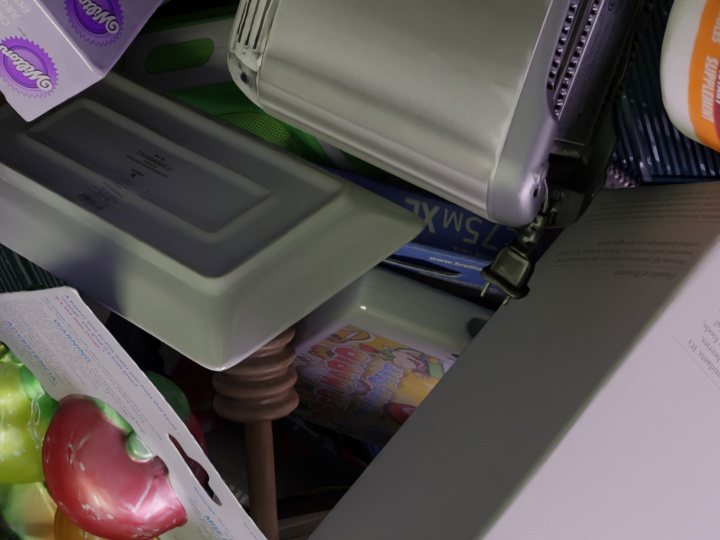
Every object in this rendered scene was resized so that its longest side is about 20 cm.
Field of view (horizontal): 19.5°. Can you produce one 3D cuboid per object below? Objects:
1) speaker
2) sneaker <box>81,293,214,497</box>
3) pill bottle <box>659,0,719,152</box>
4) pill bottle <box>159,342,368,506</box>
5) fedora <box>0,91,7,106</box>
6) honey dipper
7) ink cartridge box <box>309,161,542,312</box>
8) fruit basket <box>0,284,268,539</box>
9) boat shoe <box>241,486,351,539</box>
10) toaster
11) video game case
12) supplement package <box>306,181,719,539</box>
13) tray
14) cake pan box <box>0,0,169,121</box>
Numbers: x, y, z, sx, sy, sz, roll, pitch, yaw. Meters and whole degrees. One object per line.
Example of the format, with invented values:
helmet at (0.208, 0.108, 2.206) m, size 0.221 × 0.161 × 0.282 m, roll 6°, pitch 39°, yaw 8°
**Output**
speaker at (-0.063, -0.073, 0.906) m, size 0.198 × 0.089 × 0.089 m, roll -5°, pitch 128°, yaw 36°
sneaker at (-0.103, 0.070, 0.977) m, size 0.084 × 0.075 × 0.202 m, roll 15°, pitch 117°, yaw -2°
pill bottle at (0.209, -0.058, 0.688) m, size 0.199 × 0.114 × 0.115 m, roll 29°, pitch 143°, yaw 29°
pill bottle at (-0.050, 0.130, 1.080) m, size 0.199 × 0.111 × 0.111 m, roll 34°, pitch 140°, yaw -3°
fedora at (-0.165, -0.123, 0.883) m, size 0.081 × 0.203 × 0.200 m, roll 14°, pitch 150°, yaw -33°
honey dipper at (-0.043, 0.110, 0.906) m, size 0.038 × 0.038 × 0.202 m, roll 8°, pitch 110°, yaw 26°
ink cartridge box at (0.000, 0.000, 0.899) m, size 0.118 × 0.042 × 0.200 m, roll 15°, pitch 165°, yaw -13°
fruit basket at (-0.100, 0.076, 0.845) m, size 0.199 × 0.094 × 0.186 m, roll -12°, pitch 120°, yaw 53°
boat shoe at (-0.002, 0.134, 0.995) m, size 0.060 × 0.199 × 0.073 m, roll 11°, pitch 101°, yaw 57°
toaster at (0.039, -0.103, 0.747) m, size 0.128 × 0.113 × 0.202 m, roll 23°, pitch 99°, yaw 20°
video game case at (0.050, 0.059, 0.927) m, size 0.180 × 0.023 × 0.200 m, roll 21°, pitch 162°, yaw -14°
supplement package at (0.091, 0.080, 0.758) m, size 0.121 × 0.200 × 0.120 m, roll 47°, pitch 162°, yaw -18°
tray at (-0.081, -0.033, 0.797) m, size 0.199 × 0.107 × 0.022 m, roll 27°, pitch 141°, yaw 39°
cake pan box at (-0.125, -0.181, 0.760) m, size 0.052 × 0.185 × 0.200 m, roll -20°, pitch 117°, yaw 43°
